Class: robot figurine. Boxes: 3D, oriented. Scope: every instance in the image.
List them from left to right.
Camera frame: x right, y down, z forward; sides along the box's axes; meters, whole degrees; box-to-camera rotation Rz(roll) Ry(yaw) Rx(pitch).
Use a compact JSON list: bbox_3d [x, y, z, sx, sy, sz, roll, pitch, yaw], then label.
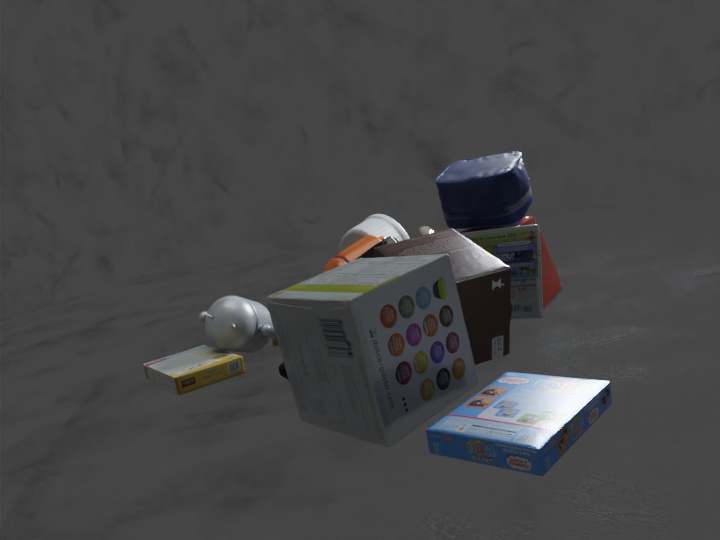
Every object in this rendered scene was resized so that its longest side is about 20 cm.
[{"bbox_3d":[-0.258,0.116,1.400,0.167,0.115,0.200,7,-7,13],"label":"robot figurine"},{"bbox_3d":[-0.001,0.000,1.455,0.199,0.117,0.144,-34,61,-23],"label":"robot figurine"}]

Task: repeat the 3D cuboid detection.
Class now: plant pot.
[{"bbox_3d":[0.308,-0.015,1.434,0.198,0.179,0.199,-5,10,32],"label":"plant pot"}]

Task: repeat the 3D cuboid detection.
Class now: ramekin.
[{"bbox_3d":[0.036,-0.034,1.691,0.097,0.203,0.199,-26,17,-38],"label":"ramekin"}]

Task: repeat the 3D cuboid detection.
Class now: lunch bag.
[{"bbox_3d":[0.259,-0.159,1.409,0.198,0.134,0.136,-3,28,36],"label":"lunch bag"}]

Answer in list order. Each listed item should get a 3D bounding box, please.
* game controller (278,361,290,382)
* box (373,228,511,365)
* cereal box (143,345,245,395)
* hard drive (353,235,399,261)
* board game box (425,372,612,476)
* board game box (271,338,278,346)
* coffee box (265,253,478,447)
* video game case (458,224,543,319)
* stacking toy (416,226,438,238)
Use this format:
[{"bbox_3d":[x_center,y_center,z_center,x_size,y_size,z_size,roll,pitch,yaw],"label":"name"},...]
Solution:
[{"bbox_3d":[-0.064,0.160,1.225,0.103,0.043,0.200,-6,11,28],"label":"game controller"},{"bbox_3d":[0.136,0.049,1.128,0.162,0.168,0.200,-13,26,-17],"label":"box"},{"bbox_3d":[-0.339,0.197,1.330,0.143,0.040,0.199,-16,9,-33],"label":"cereal box"},{"bbox_3d":[0.019,0.029,1.258,0.199,0.042,0.135,-40,51,-1],"label":"hard drive"},{"bbox_3d":[0.198,0.179,0.809,0.150,0.037,0.199,-2,13,43],"label":"board game box"},{"bbox_3d":[-0.139,0.133,1.543,0.094,0.030,0.200,-9,7,8],"label":"board game box"},{"bbox_3d":[0.018,0.101,0.948,0.197,0.202,0.199,-23,13,-38],"label":"coffee box"},{"bbox_3d":[0.268,0.008,1.333,0.198,0.185,0.022,-5,-9,33],"label":"video game case"},{"bbox_3d":[0.117,0.026,1.321,0.200,0.146,0.146,-48,1,14],"label":"stacking toy"}]
